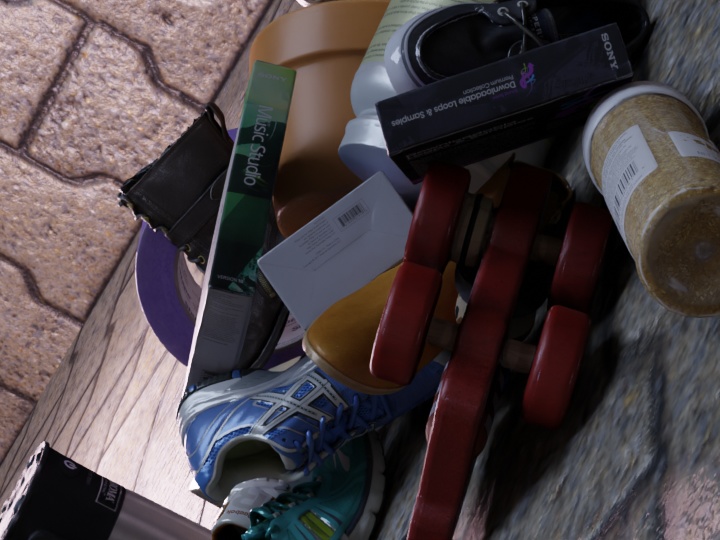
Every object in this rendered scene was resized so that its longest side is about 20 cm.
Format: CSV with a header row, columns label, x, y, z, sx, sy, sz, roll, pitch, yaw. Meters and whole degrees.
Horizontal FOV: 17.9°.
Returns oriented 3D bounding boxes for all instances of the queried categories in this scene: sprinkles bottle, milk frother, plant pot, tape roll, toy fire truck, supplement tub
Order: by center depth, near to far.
label,x,y,z,sx,sy,sz,roll,pitch,yaw
sprinkles bottle,0.157,-0.040,1.157,0.069,0.068,0.200,-59,11,16
toy fire truck,0.068,0.045,1.311,0.169,0.111,0.201,102,-175,-47
supplement tub,0.080,-0.144,1.568,0.201,0.144,0.145,-64,11,-12
plant pot,0.011,-0.093,1.710,0.200,0.198,0.141,136,141,-59
tape roll,-0.083,-0.011,1.866,0.201,0.199,0.085,-59,12,16
milk frother,-0.230,0.280,1.881,0.201,0.187,0.181,-55,12,34

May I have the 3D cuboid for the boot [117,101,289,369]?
label,x,y,z,sx,sy,sz,roll,pitch,yaw
boot,-0.120,-0.011,1.794,0.200,0.174,0.069,-51,7,12

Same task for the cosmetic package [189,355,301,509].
label,x,y,z,sx,sy,sz,roll,pitch,yaw
cosmetic package,-0.062,0.135,1.754,0.104,0.073,0.200,-65,12,-16

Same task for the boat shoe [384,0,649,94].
label,x,y,z,sx,sy,sz,roll,pitch,yaw
boat shoe,0.105,-0.144,1.437,0.066,0.199,0.071,-29,72,49

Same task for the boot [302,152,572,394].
label,x,y,z,sx,sy,sz,roll,pitch,yaw
boot,0.051,-0.005,1.409,0.144,0.071,0.201,-55,-17,25

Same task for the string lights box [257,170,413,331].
label,x,y,z,sx,sy,sz,roll,pitch,yaw
string lights box,0.000,0.000,1.556,0.102,0.059,0.200,-36,-11,1

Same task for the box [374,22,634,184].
label,x,y,z,sx,sy,sz,roll,pitch,yaw
box,0.086,-0.094,1.325,0.142,0.036,0.200,-18,-2,4

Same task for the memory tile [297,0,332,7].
label,x,y,z,sx,sy,sz,roll,pitch,yaw
memory tile,0.038,-0.202,1.778,0.017,0.200,0.153,-48,1,-40

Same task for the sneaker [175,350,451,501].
label,x,y,z,sx,sy,sz,roll,pitch,yaw
sneaker,-0.026,0.099,1.518,0.199,0.076,0.077,-21,45,13

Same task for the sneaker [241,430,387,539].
label,x,y,z,sx,sy,sz,roll,pitch,yaw
sneaker,-0.037,0.175,1.520,0.078,0.079,0.201,-50,16,49

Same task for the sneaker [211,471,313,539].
label,x,y,z,sx,sy,sz,roll,pitch,yaw
sneaker,-0.058,0.157,1.587,0.085,0.072,0.202,48,-132,-60

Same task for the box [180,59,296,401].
label,x,y,z,sx,sy,sz,roll,pitch,yaw
box,-0.084,-0.024,1.578,0.145,0.036,0.201,108,171,-53
